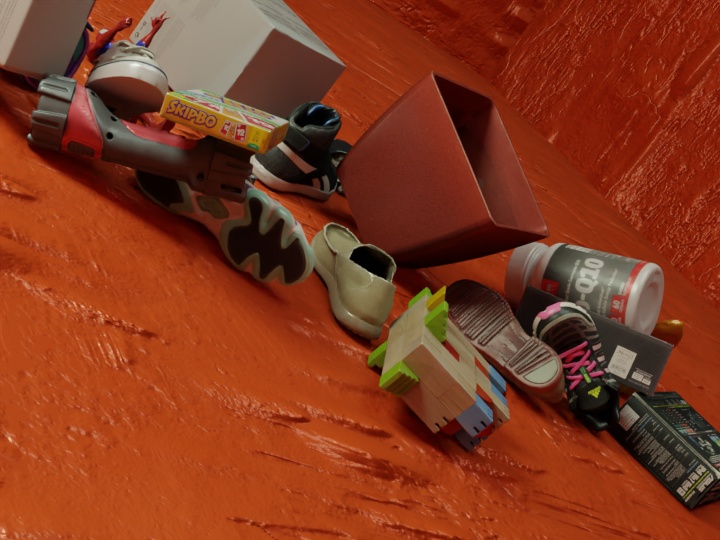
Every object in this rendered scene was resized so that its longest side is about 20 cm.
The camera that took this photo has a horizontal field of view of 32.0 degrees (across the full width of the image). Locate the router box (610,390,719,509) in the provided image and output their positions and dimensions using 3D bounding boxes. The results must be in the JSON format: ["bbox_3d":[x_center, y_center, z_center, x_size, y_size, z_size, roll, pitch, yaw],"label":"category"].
[{"bbox_3d":[0.421,0.230,1.642,0.150,0.062,0.200,45,17,25],"label":"router box"}]

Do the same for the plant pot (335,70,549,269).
[{"bbox_3d":[0.089,-0.101,1.546,0.200,0.176,0.201,6,61,-63],"label":"plant pot"}]

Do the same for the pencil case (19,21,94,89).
[{"bbox_3d":[-0.355,-0.272,1.265,0.200,0.085,0.092,45,-9,24],"label":"pencil case"}]

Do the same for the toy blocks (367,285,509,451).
[{"bbox_3d":[0.088,0.109,1.218,0.137,0.100,0.200,48,14,-9],"label":"toy blocks"}]

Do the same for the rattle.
[{"bbox_3d":[0.386,0.082,1.850,0.130,0.143,0.200,20,23,0],"label":"rattle"}]

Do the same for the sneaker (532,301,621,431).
[{"bbox_3d":[0.270,0.122,1.517,0.200,0.074,0.088,60,6,-38],"label":"sneaker"}]

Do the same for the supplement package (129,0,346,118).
[{"bbox_3d":[-0.156,-0.277,1.594,0.150,0.152,0.200,18,26,-53],"label":"supplement package"}]

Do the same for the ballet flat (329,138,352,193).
[{"bbox_3d":[0.023,-0.108,1.686,0.200,0.073,0.073,32,16,-3],"label":"ballet flat"}]

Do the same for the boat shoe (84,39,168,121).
[{"bbox_3d":[-0.222,-0.185,1.197,0.072,0.066,0.200,19,-9,-17],"label":"boat shoe"}]

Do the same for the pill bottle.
[{"bbox_3d":[0.308,0.026,1.748,0.199,0.114,0.114,14,2,31],"label":"pill bottle"}]

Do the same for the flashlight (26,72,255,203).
[{"bbox_3d":[-0.196,-0.121,1.139,0.199,0.068,0.068,13,19,-13],"label":"flashlight"}]

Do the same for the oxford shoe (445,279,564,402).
[{"bbox_3d":[0.169,0.089,1.507,0.200,0.070,0.075,49,-7,37],"label":"oxford shoe"}]

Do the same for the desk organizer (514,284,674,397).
[{"bbox_3d":[0.299,0.089,1.635,0.199,0.072,0.077,23,4,11],"label":"desk organizer"}]

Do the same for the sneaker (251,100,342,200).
[{"bbox_3d":[-0.051,-0.151,1.554,0.073,0.112,0.200,43,17,14],"label":"sneaker"}]

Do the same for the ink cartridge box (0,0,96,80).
[{"bbox_3d":[-0.339,-0.280,1.142,0.200,0.146,0.083,30,11,22],"label":"ink cartridge box"}]

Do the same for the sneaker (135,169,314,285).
[{"bbox_3d":[-0.117,-0.069,1.250,0.200,0.078,0.140,39,17,1],"label":"sneaker"}]

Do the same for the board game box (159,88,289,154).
[{"bbox_3d":[-0.120,-0.140,1.160,0.095,0.030,0.200,20,7,-2],"label":"board game box"}]

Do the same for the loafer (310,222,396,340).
[{"bbox_3d":[0.000,0.000,1.333,0.076,0.068,0.200,30,18,-28],"label":"loafer"}]

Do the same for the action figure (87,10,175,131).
[{"bbox_3d":[-0.247,-0.237,1.397,0.065,0.099,0.200,25,18,-42],"label":"action figure"}]
